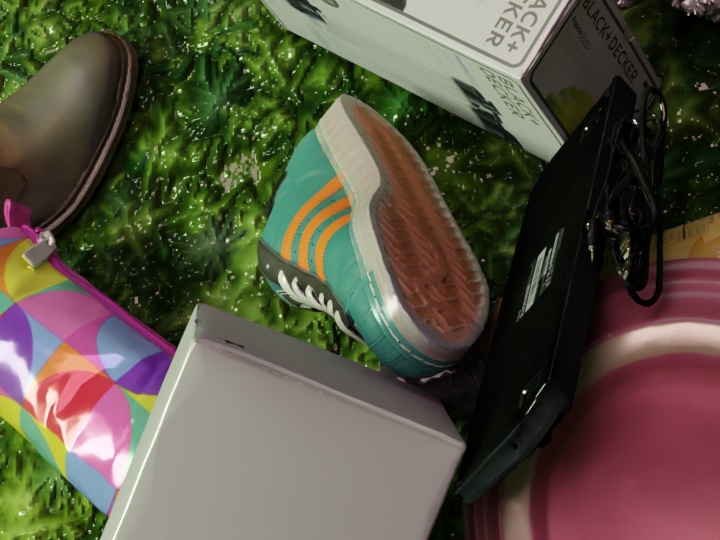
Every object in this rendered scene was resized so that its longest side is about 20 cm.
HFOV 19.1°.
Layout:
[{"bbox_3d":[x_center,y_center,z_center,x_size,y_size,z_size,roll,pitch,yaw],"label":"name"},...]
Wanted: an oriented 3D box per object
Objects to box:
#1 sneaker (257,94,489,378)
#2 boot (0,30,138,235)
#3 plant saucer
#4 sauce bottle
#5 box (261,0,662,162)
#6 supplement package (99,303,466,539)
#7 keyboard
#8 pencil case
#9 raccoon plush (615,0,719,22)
[{"bbox_3d":[0.000,0.000,0.947,0.080,0.071,0.200,-49,25,17],"label":"sneaker"},{"bbox_3d":[-0.194,-0.052,1.061,0.075,0.097,0.201,35,86,31],"label":"boot"},{"bbox_3d":[0.133,0.095,0.845,0.199,0.051,0.202,-1,88,17],"label":"plant saucer"},{"bbox_3d":[0.106,0.025,0.917,0.199,0.065,0.065,-21,62,17],"label":"sauce bottle"},{"bbox_3d":[0.031,-0.124,0.982,0.199,0.117,0.060,30,82,30],"label":"box"},{"bbox_3d":[-0.051,0.130,0.861,0.117,0.117,0.201,22,95,-5],"label":"supplement package"},{"bbox_3d":[0.091,0.004,0.851,0.104,0.039,0.201,-53,13,42],"label":"keyboard"},{"bbox_3d":[-0.124,0.053,0.994,0.200,0.088,0.089,38,87,29],"label":"pencil case"},{"bbox_3d":[0.175,-0.178,0.903,0.133,0.201,0.097,7,52,5],"label":"raccoon plush"}]
